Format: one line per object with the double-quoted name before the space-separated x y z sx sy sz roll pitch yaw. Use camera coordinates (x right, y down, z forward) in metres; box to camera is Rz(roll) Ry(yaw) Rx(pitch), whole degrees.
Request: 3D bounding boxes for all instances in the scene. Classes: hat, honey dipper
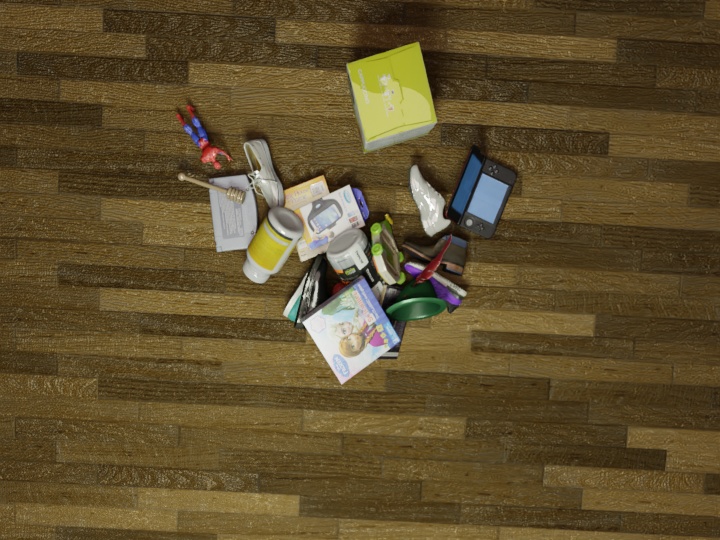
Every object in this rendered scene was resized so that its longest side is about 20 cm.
"hat" 0.151 0.025 1.538 0.192 0.167 0.182 -4 68 -8
"honey dipper" -0.412 -0.233 1.553 0.194 0.038 0.039 20 94 0

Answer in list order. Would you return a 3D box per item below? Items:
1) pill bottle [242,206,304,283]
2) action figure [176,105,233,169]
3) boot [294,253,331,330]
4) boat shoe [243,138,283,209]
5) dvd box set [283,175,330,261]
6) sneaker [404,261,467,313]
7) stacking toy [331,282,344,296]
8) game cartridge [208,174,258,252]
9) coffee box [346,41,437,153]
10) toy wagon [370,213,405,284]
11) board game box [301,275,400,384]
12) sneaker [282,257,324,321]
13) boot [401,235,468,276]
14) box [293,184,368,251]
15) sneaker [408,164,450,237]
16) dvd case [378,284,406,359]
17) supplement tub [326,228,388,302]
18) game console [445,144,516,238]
"pill bottle" -0.244 -0.065 1.537 0.111 0.112 0.201 37 119 -2
"action figure" -0.429 -0.353 1.571 0.064 0.099 0.203 -35 72 5
"boot" -0.082 0.077 1.513 0.152 0.079 0.219 15 96 -11
"boat shoe" -0.276 -0.259 1.549 0.073 0.085 0.209 -14 93 44
"dvd box set" -0.136 -0.147 1.596 0.142 0.029 0.206 -20 94 1
"sneaker" 0.198 0.054 1.593 0.196 0.070 0.102 30 96 -2
"stacking toy" -0.018 0.127 1.600 0.084 0.085 0.204 -30 87 2
"game cartridge" -0.354 -0.162 1.593 0.128 0.040 0.208 -5 94 4
"coffee box" 0.077 -0.448 1.493 0.193 0.198 0.207 -15 94 1
"toy wagon" 0.073 -0.063 1.550 0.038 0.155 0.205 -18 50 21
"board game box" -0.023 0.155 1.473 0.197 0.041 0.203 -34 104 -5
"sneaker" -0.122 0.074 1.584 0.119 0.084 0.203 34 101 3
"boot" 0.213 -0.065 1.591 0.194 0.075 0.100 23 83 -11
"box" -0.075 -0.150 1.562 0.195 0.041 0.122 -24 95 3
"sneaker" 0.188 -0.201 1.573 0.085 0.075 0.206 -21 102 8
"dvd case" 0.083 0.147 1.573 0.016 0.147 0.207 16 94 37
"supplement tub" 0.000 0.000 1.538 0.120 0.123 0.203 -31 118 2
"game console" 0.335 -0.211 1.551 0.167 0.119 0.206 23 94 -2
